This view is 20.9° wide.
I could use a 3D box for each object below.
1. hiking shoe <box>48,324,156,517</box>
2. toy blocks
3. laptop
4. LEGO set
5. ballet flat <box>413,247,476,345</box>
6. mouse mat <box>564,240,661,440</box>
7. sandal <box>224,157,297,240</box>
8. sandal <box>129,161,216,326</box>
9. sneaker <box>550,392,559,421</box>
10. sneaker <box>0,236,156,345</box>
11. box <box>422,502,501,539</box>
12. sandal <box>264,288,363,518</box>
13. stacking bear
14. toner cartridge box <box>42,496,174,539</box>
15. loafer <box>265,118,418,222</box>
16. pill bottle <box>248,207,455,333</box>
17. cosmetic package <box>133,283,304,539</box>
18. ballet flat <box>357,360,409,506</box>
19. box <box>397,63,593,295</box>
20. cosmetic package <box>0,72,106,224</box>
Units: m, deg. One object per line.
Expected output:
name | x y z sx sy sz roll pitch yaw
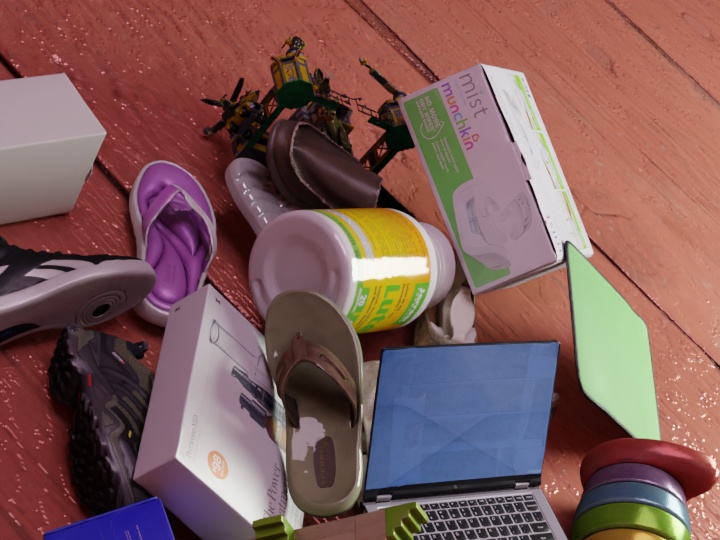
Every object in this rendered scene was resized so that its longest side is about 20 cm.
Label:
hiking shoe | -0.184 0.123 1.577 0.100 0.076 0.201 2 47 -28
toy blocks | -0.039 0.264 1.460 0.100 0.199 0.137 55 26 -48
laptop | 0.107 0.173 1.592 0.186 0.116 0.201 -1 49 -33
LEGO set | -0.046 -0.161 1.914 0.199 0.154 0.116 12 42 -28
ballet flat | 0.085 0.026 1.869 0.070 0.071 0.201 20 40 -15
mouse mat | 0.241 0.079 1.858 0.200 0.007 0.162 42 38 -49
sandal | -0.074 -0.010 1.816 0.082 0.050 0.204 1 58 -53
sandal | -0.163 -0.032 1.763 0.082 0.050 0.204 15 42 -20
sneaker | 0.098 0.144 1.765 0.087 0.075 0.200 34 30 22
sneaker | -0.278 -0.005 1.640 0.199 0.073 0.112 -15 57 -33
box | 0.062 0.287 1.582 0.117 0.060 0.200 42 39 12
sandal | -0.034 0.100 1.591 0.079 0.057 0.202 -12 60 2
stacking bear | 0.238 0.257 1.701 0.113 0.122 0.201 24 47 -13
toner cartridge box | -0.161 0.271 1.435 0.094 0.043 0.201 -17 55 -10
loafer | -0.010 -0.081 1.846 0.200 0.071 0.073 38 54 -39
pill bottle | 0.000 0.000 1.749 0.111 0.111 0.199 50 27 21
cosmetic package | -0.105 0.131 1.595 0.151 0.052 0.201 43 32 -28
ballet flat | 0.008 0.161 1.693 0.062 0.068 0.201 -5 42 -1
box | 0.136 -0.088 1.890 0.201 0.096 0.176 69 18 3
cosmetic package | -0.332 -0.097 1.685 0.199 0.108 0.085 -13 56 -44
